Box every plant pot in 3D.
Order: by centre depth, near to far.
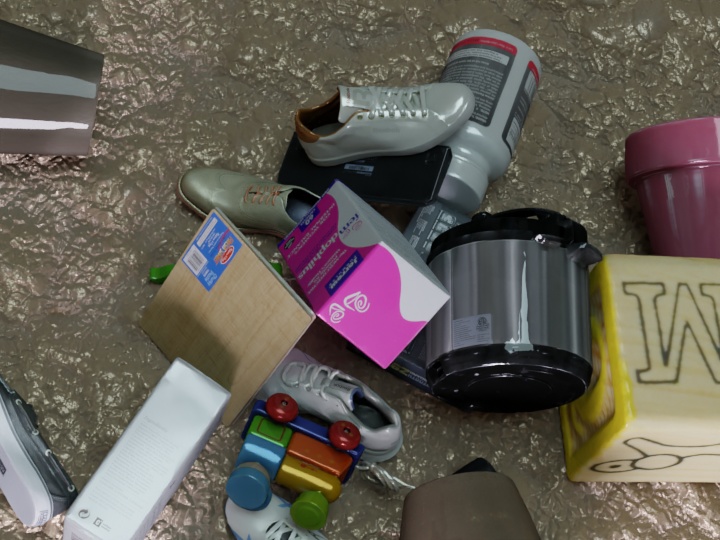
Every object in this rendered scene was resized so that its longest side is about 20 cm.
[{"bbox_3d":[0.109,0.296,1.531,0.200,0.200,0.175,-3,64,-14],"label":"plant pot"},{"bbox_3d":[0.403,-0.067,1.774,0.199,0.200,0.180,0,82,-12],"label":"plant pot"}]

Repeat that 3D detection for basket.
[{"bbox_3d":[-0.384,-0.197,1.686,0.199,0.136,0.181,9,68,-12],"label":"basket"}]

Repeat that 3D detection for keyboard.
[{"bbox_3d":[0.009,-0.132,1.749,0.200,0.021,0.127,8,66,26],"label":"keyboard"}]

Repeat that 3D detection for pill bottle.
[{"bbox_3d":[0.129,-0.168,1.793,0.110,0.111,0.200,23,63,-1],"label":"pill bottle"}]

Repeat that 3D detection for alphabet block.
[{"bbox_3d":[0.332,0.109,1.668,0.199,0.195,0.197,2,64,-13],"label":"alphabet block"}]

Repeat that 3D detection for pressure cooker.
[{"bbox_3d":[0.154,0.031,1.614,0.175,0.179,0.201,3,67,-8],"label":"pressure cooker"}]

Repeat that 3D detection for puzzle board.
[{"bbox_3d":[-0.138,0.049,1.595,0.151,0.200,0.017,48,42,11],"label":"puzzle board"}]

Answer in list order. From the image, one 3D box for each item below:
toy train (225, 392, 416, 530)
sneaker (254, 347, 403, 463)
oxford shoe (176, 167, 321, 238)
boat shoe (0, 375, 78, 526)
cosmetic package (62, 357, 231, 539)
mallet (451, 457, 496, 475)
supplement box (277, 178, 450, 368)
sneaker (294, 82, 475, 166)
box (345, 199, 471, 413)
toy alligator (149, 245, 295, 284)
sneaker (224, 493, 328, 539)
[{"bbox_3d":[-0.034,0.216,1.577,0.200,0.085,0.116,24,37,-1],"label":"toy train"},{"bbox_3d":[-0.038,0.124,1.638,0.200,0.087,0.075,27,65,2],"label":"sneaker"},{"bbox_3d":[-0.103,-0.078,1.721,0.199,0.074,0.071,16,63,-5],"label":"oxford shoe"},{"bbox_3d":[-0.349,0.162,1.569,0.057,0.069,0.200,-18,72,-39],"label":"boat shoe"},{"bbox_3d":[-0.213,0.196,1.559,0.074,0.102,0.200,33,65,3],"label":"cosmetic package"},{"bbox_3d":[0.166,0.284,1.640,0.066,0.041,0.200,-41,84,-22],"label":"mallet"},{"bbox_3d":[0.000,0.000,1.606,0.103,0.200,0.101,39,97,-26],"label":"supplement box"},{"bbox_3d":[0.023,-0.169,1.701,0.199,0.085,0.073,-16,56,13],"label":"sneaker"},{"bbox_3d":[0.095,0.035,1.727,0.157,0.051,0.200,27,63,0],"label":"box"},{"bbox_3d":[-0.126,0.001,1.691,0.199,0.054,0.059,3,66,-11],"label":"toy alligator"},{"bbox_3d":[-0.055,0.288,1.568,0.200,0.073,0.072,43,66,10],"label":"sneaker"}]
